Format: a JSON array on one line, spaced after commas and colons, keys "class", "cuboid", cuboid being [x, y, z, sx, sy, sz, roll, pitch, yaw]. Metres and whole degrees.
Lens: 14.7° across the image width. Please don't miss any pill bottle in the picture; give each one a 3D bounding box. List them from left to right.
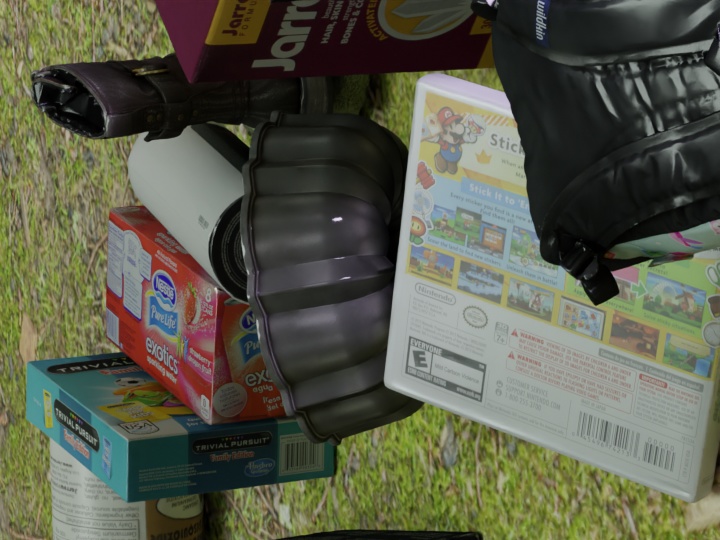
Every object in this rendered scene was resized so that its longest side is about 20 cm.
[{"class": "pill bottle", "cuboid": [-0.173, 0.202, 2.094, 0.114, 0.114, 0.200, 20, 113, 62]}]

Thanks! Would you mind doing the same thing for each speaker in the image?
[{"class": "speaker", "cuboid": [-0.091, -0.044, 1.846, 0.200, 0.081, 0.081, -138, 48, -64]}]

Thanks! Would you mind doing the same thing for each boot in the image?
[{"class": "boot", "cuboid": [-0.127, -0.125, 1.778, 0.200, 0.174, 0.069, -150, 57, -61]}]

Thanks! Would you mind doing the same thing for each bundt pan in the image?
[{"class": "bundt pan", "cuboid": [0.000, 0.000, 1.646, 0.202, 0.076, 0.202, -8, -90, -72]}]

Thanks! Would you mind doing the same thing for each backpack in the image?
[{"class": "backpack", "cuboid": [0.162, -0.087, 1.304, 0.200, 0.126, 0.167, -15, 95, 54]}]

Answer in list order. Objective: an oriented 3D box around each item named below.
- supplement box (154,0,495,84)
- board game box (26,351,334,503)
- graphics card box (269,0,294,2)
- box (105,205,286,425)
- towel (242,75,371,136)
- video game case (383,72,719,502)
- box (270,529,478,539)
[{"class": "supplement box", "cuboid": [-0.004, -0.187, 1.565, 0.131, 0.200, 0.103, 113, 143, -47]}, {"class": "board game box", "cuboid": [-0.128, 0.101, 1.937, 0.200, 0.151, 0.047, 28, 119, 60]}, {"class": "graphics card box", "cuboid": [0.037, -0.212, 1.473, 0.051, 0.200, 0.126, 135, 125, -62]}, {"class": "box", "cuboid": [-0.098, 0.025, 1.922, 0.200, 0.095, 0.100, 33, 124, 59]}, {"class": "towel", "cuboid": [-0.049, -0.139, 1.859, 0.200, 0.036, 0.149, -124, 37, -46]}, {"class": "video game case", "cuboid": [0.107, 0.007, 1.471, 0.200, 0.023, 0.182, 20, 116, 30]}, {"class": "box", "cuboid": [-0.044, 0.224, 1.750, 0.200, 0.182, 0.104, 170, 95, -65]}]
